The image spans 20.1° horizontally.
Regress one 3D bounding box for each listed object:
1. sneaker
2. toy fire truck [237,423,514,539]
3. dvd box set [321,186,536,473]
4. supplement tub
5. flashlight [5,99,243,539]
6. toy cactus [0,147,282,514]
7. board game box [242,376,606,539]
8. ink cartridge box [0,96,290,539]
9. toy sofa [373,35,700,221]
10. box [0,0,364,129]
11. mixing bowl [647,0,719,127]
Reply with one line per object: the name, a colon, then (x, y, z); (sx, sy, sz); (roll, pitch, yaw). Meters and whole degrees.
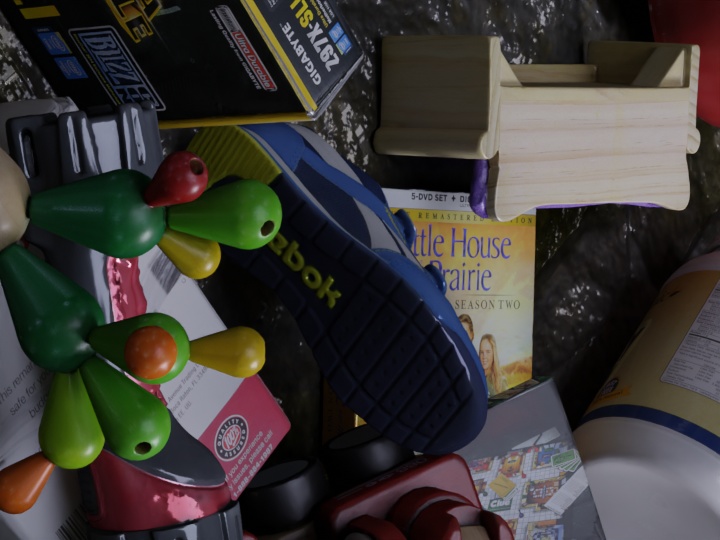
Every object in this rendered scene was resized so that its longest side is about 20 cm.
sneaker: (0.000, 0.000, 0.998); (0.200, 0.074, 0.082); (51, 29, 11)
toy fire truck: (0.002, 0.162, 0.932); (0.175, 0.200, 0.130); (-22, 98, -22)
dvd box set: (0.040, 0.056, 1.120); (0.145, 0.029, 0.202); (2, 90, -45)
supplement tub: (0.223, 0.081, 1.228); (0.200, 0.144, 0.145); (-53, 125, -31)
flashlight: (-0.093, 0.032, 0.844); (0.068, 0.067, 0.202); (-25, 109, -71)
toy cactus: (-0.133, 0.007, 0.771); (0.166, 0.199, 0.102); (54, 12, 5)
board game box: (0.032, 0.140, 1.065); (0.199, 0.023, 0.106); (-22, 101, -22)
ink cartridge box: (-0.141, 0.045, 0.898); (0.146, 0.084, 0.201); (-52, 126, -32)
toy sofa: (0.103, -0.082, 1.145); (0.199, 0.082, 0.099); (-6, 100, -45)
box: (-0.109, -0.152, 0.872); (0.049, 0.159, 0.201); (-51, 125, -31)
mixing bowl: (0.238, -0.161, 1.241); (0.200, 0.107, 0.202); (-11, 90, -70)
